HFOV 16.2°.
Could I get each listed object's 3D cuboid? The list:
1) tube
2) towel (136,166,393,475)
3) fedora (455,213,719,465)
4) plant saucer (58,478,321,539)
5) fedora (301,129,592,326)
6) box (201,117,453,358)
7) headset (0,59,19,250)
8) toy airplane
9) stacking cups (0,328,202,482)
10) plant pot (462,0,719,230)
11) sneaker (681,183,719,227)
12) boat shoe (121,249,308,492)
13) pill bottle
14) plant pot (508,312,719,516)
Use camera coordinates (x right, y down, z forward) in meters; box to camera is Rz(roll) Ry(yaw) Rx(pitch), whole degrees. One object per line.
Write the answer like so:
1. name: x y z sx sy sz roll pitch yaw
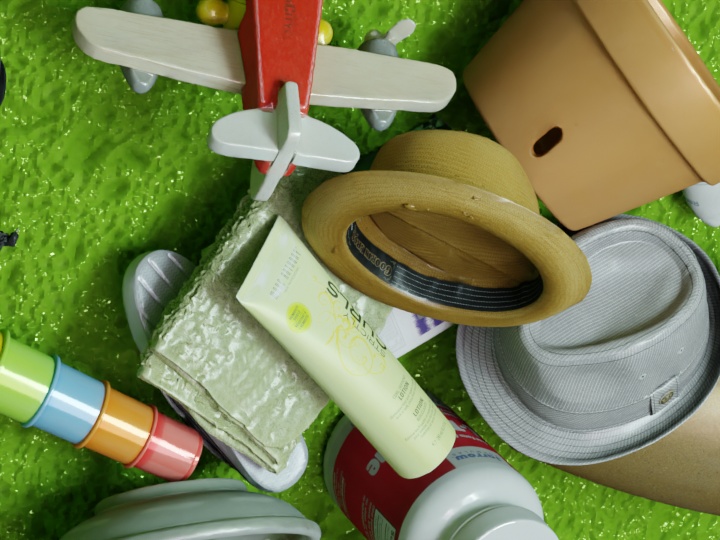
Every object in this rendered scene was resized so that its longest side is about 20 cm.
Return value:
1. tube: -0.010 0.059 1.701 0.052 0.058 0.200 -38 116 4
2. towel: -0.054 0.024 1.718 0.148 0.036 0.200 42 76 -31
3. fedora: 0.167 0.034 1.769 0.200 0.177 0.090 -25 159 -8
4. plant saucer: -0.129 0.179 1.750 0.200 0.200 0.050 -3 76 -25
5. fedora: 0.062 -0.036 1.672 0.200 0.200 0.082 33 57 -33
6. box: 0.000 0.000 1.799 0.200 0.036 0.145 -30 122 -13
7. headset: -0.272 -0.102 1.581 0.123 0.094 0.200 -25 109 -14
8. toy airplane: -0.061 -0.139 1.643 0.199 0.141 0.200 -42 95 -24
9. stacking cups: -0.202 0.093 1.701 0.200 0.061 0.061 30 97 -22
10. plant pot: 0.165 -0.121 1.745 0.140 0.200 0.200 -36 124 11
11. sneaker: 0.321 -0.105 1.901 0.200 0.075 0.087 -26 133 -7
12. boat shoe: -0.114 0.074 1.751 0.072 0.071 0.200 -40 112 -28
13. pill bottle: 0.061 0.171 1.804 0.112 0.200 0.113 -11 116 -23
14. plant pot: 0.211 0.092 1.873 0.199 0.186 0.187 3 111 -14
